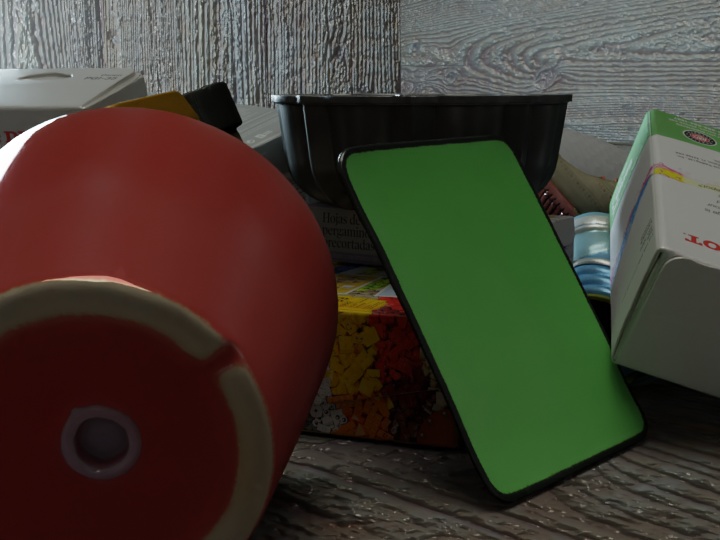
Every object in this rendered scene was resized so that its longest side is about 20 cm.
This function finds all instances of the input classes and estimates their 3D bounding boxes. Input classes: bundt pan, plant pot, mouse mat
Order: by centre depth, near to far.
[{"bbox_3d":[-0.105,0.041,0.548,0.200,0.201,0.177,-1,18,-3],"label":"plant pot"},{"bbox_3d":[0.077,0.016,0.678,0.161,0.200,0.008,-11,-17,-48],"label":"mouse mat"},{"bbox_3d":[0.040,-0.081,0.838,0.201,0.076,0.202,0,9,0],"label":"bundt pan"}]

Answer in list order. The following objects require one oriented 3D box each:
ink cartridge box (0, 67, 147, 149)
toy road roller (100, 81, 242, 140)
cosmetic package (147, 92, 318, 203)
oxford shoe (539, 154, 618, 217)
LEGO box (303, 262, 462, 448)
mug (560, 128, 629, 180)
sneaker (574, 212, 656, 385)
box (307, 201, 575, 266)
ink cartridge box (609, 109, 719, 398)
[{"bbox_3d":[-0.220,-0.039,0.909,0.146,0.201,0.083,3,26,22],"label":"ink cartridge box"},{"bbox_3d":[-0.138,-0.023,0.736,0.146,0.123,0.200,-22,6,17],"label":"toy road roller"},{"bbox_3d":[-0.127,-0.070,0.954,0.200,0.107,0.090,16,33,36],"label":"cosmetic package"},{"bbox_3d":[0.203,-0.050,1.020,0.075,0.200,0.070,-45,0,1],"label":"oxford shoe"},{"bbox_3d":[0.026,0.043,0.803,0.149,0.077,0.200,4,10,24],"label":"LEGO box"},{"bbox_3d":[0.188,-0.052,1.228,0.175,0.148,0.200,6,-25,-29],"label":"mug"},{"bbox_3d":[0.220,0.043,0.846,0.199,0.080,0.131,18,36,5],"label":"sneaker"},{"bbox_3d":[0.045,-0.021,0.832,0.200,0.039,0.041,6,10,36],"label":"box"},{"bbox_3d":[0.233,-0.006,0.768,0.144,0.084,0.200,18,32,1],"label":"ink cartridge box"}]
